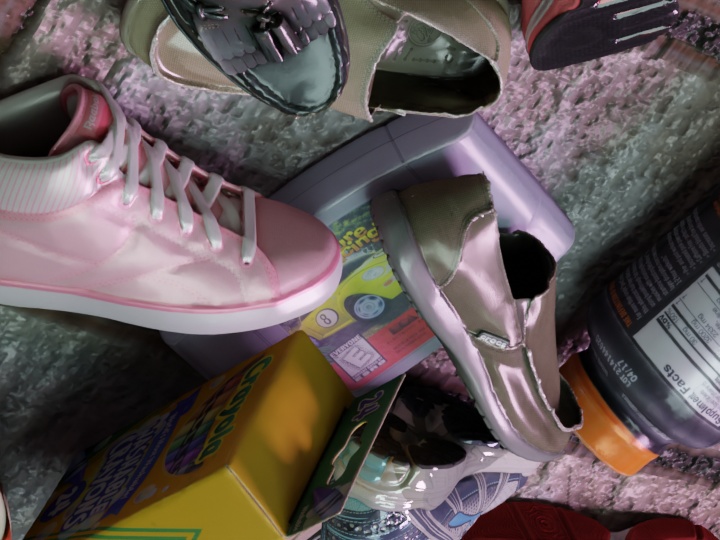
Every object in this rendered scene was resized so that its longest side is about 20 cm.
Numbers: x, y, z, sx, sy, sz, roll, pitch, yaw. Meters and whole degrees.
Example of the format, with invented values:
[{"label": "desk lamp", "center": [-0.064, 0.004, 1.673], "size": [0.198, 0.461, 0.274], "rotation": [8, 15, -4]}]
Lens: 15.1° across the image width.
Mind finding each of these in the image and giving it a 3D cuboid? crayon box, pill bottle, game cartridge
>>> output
[{"label": "crayon box", "center": [-0.082, 0.106, 1.354], "size": [0.199, 0.126, 0.052], "rotation": [-29, 108, 30]}, {"label": "pill bottle", "center": [0.195, 0.022, 1.454], "size": [0.200, 0.106, 0.106], "rotation": [-42, 133, 16]}, {"label": "game cartridge", "center": [0.000, 0.000, 1.401], "size": [0.200, 0.041, 0.133], "rotation": [-36, 130, 11]}]

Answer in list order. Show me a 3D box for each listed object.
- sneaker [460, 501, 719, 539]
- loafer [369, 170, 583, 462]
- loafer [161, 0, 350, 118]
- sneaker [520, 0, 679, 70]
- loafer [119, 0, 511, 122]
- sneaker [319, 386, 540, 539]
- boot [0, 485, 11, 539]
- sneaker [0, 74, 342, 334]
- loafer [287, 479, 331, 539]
[{"label": "sneaker", "center": [0.123, 0.206, 1.611], "size": [0.199, 0.079, 0.116], "rotation": [9, 124, -28]}, {"label": "loafer", "center": [0.075, 0.024, 1.376], "size": [0.069, 0.075, 0.200], "rotation": [-27, 135, 8]}, {"label": "loafer", "center": [-0.065, -0.144, 1.179], "size": [0.072, 0.063, 0.201], "rotation": [-29, 114, 5]}, {"label": "sneaker", "center": [0.106, -0.164, 1.274], "size": [0.073, 0.087, 0.200], "rotation": [-13, 158, -4]}, {"label": "loafer", "center": [-0.013, -0.110, 1.269], "size": [0.199, 0.068, 0.076], "rotation": [-2, 131, -22]}, {"label": "sneaker", "center": [0.029, 0.117, 1.442], "size": [0.200, 0.077, 0.087], "rotation": [-3, 119, -63]}, {"label": "boot", "center": [-0.211, 0.131, 1.379], "size": [0.075, 0.107, 0.201], "rotation": [-16, 136, -12]}, {"label": "sneaker", "center": [-0.101, -0.033, 1.283], "size": [0.199, 0.076, 0.105], "rotation": [5, 130, -8]}, {"label": "loafer", "center": [-0.094, 0.156, 1.442], "size": [0.200, 0.072, 0.063], "rotation": [-35, 179, 17]}]
